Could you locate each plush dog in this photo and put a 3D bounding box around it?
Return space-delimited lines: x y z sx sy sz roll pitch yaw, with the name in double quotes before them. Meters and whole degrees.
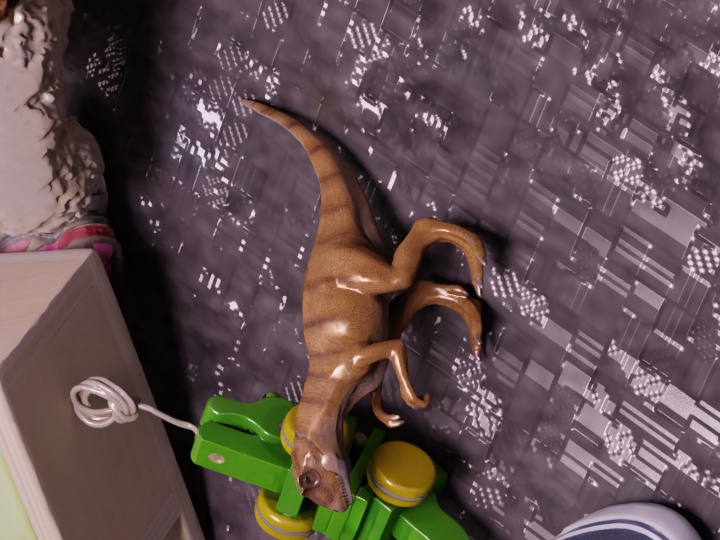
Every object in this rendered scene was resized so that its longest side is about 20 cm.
"plush dog" -0.190 -0.133 1.113 0.161 0.199 0.172 -56 34 31

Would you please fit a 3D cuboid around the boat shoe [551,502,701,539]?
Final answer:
"boat shoe" 0.060 0.170 1.075 0.200 0.091 0.071 -38 81 38

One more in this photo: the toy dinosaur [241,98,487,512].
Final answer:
"toy dinosaur" 0.000 0.000 1.083 0.105 0.061 0.202 -1 65 0

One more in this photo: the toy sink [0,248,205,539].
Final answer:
"toy sink" -0.168 0.105 1.168 0.129 0.112 0.201 -2 122 25

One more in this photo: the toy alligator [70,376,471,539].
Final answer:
"toy alligator" -0.029 0.079 1.118 0.199 0.054 0.060 24 128 4

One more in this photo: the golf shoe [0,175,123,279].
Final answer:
"golf shoe" -0.197 -0.010 1.241 0.199 0.072 0.093 -25 72 33
